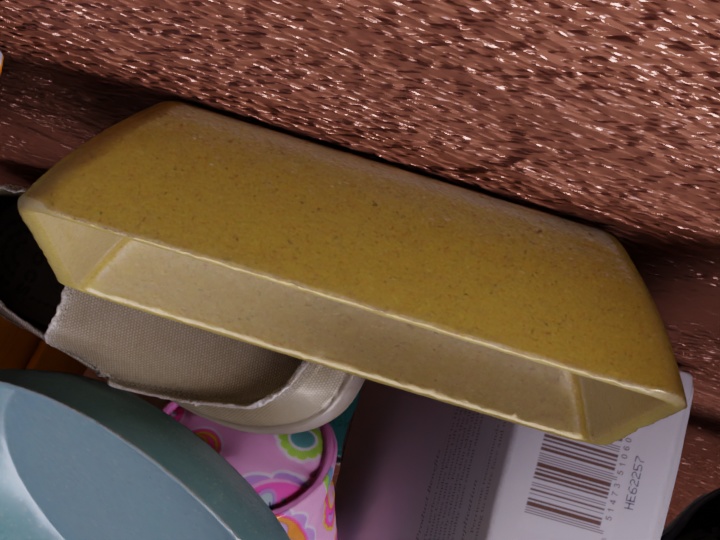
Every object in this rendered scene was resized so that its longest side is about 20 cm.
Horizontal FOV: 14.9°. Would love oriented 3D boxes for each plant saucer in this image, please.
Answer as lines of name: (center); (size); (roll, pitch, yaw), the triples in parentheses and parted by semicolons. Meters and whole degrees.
plant saucer: (0.000, 0.000, 0.870); (0.199, 0.049, 0.200); (17, 173, 0)
plant saucer: (-0.088, 0.105, 1.078); (0.200, 0.036, 0.200); (28, 147, 21)

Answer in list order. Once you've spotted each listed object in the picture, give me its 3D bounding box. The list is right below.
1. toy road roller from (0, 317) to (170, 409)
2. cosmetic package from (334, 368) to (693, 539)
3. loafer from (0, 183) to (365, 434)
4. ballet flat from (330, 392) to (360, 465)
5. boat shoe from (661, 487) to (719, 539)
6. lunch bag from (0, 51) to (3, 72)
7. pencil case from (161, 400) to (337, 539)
toy road roller: (-0.139, 0.049, 1.273); (0.146, 0.123, 0.200); (30, 171, -9)
cosmetic package: (0.055, 0.080, 1.127); (0.074, 0.102, 0.200); (17, 174, -16)
loafer: (-0.081, 0.012, 1.027); (0.199, 0.076, 0.068); (12, 177, 39)
ballet flat: (0.059, 0.076, 1.291); (0.199, 0.068, 0.067); (19, -166, 31)
boat shoe: (0.094, 0.141, 1.188); (0.199, 0.063, 0.073); (-17, -139, -21)
lunch bag: (-0.176, -0.061, 0.722); (0.160, 0.076, 0.200); (14, 173, 7)
pencil case: (-0.052, 0.139, 1.188); (0.087, 0.088, 0.200); (15, 137, 14)
